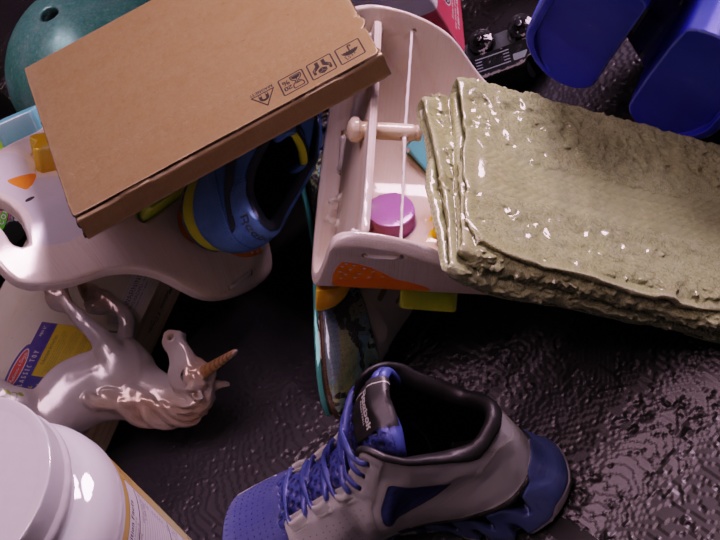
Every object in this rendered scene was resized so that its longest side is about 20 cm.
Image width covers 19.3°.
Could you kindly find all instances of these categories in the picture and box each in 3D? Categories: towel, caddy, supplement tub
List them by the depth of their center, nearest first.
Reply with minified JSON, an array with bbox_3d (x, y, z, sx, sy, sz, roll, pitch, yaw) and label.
[{"bbox_3d":[-0.169,0.173,1.156,0.143,0.200,0.145,-17,48,20],"label":"supplement tub"},{"bbox_3d":[0.128,-0.032,1.175,0.198,0.037,0.149,11,47,-15],"label":"towel"},{"bbox_3d":[0.179,-0.163,1.221,0.141,0.200,0.105,29,74,0],"label":"caddy"}]

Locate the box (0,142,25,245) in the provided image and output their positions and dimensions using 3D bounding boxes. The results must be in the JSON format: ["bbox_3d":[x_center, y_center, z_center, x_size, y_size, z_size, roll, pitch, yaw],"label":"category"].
[{"bbox_3d":[-0.337,-0.073,1.441,0.149,0.200,0.124,-51,31,-15],"label":"box"}]

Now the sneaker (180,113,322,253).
[{"bbox_3d":[-0.042,-0.101,1.285,0.078,0.066,0.201,-7,56,50],"label":"sneaker"}]

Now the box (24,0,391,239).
[{"bbox_3d":[-0.095,-0.118,1.252,0.199,0.021,0.164,-28,41,2],"label":"box"}]

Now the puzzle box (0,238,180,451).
[{"bbox_3d":[-0.187,0.027,1.407,0.132,0.025,0.201,6,59,33],"label":"puzzle box"}]

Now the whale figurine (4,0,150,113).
[{"bbox_3d":[-0.163,-0.170,1.494,0.199,0.104,0.160,-34,44,5],"label":"whale figurine"}]

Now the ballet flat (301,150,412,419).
[{"bbox_3d":[0.000,0.000,1.289,0.074,0.074,0.201,-20,51,16],"label":"ballet flat"}]

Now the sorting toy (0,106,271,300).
[{"bbox_3d":[-0.186,-0.042,1.307,0.199,0.108,0.180,22,34,33],"label":"sorting toy"}]

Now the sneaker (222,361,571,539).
[{"bbox_3d":[0.005,0.104,1.165,0.198,0.115,0.081,-16,47,20],"label":"sneaker"}]

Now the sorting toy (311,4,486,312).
[{"bbox_3d":[0.067,-0.040,1.232,0.178,0.107,0.201,10,46,-5],"label":"sorting toy"}]

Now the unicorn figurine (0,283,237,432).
[{"bbox_3d":[-0.171,0.064,1.311,0.199,0.074,0.138,-37,64,8],"label":"unicorn figurine"}]

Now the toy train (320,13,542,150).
[{"bbox_3d":[0.032,-0.112,1.381,0.199,0.034,0.046,-20,60,16],"label":"toy train"}]

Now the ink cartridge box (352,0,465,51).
[{"bbox_3d":[-0.009,-0.241,1.388,0.083,0.200,0.146,-18,48,18],"label":"ink cartridge box"}]
